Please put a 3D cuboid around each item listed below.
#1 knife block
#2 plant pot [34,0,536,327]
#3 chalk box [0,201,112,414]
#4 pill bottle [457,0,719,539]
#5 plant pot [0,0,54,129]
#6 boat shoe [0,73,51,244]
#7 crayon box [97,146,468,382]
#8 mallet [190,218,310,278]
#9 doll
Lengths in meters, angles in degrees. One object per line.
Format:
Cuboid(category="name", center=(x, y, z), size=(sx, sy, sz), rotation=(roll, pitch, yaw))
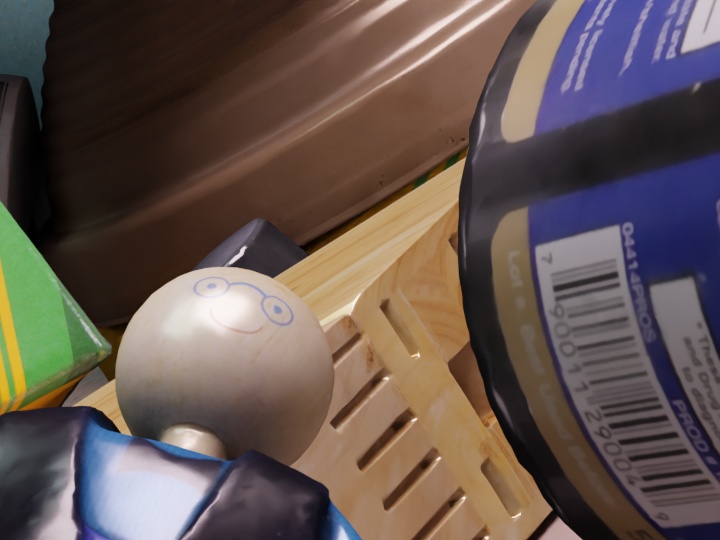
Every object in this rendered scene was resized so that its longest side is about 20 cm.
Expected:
Cuboid(category="knife block", center=(-0.051, 0.062, 0.617), size=(0.175, 0.064, 0.200), rotation=(-20, 17, 46))
Cuboid(category="plant pot", center=(-0.017, -0.077, 0.785), size=(0.200, 0.093, 0.201), rotation=(-31, 10, 6))
Cuboid(category="chalk box", center=(-0.179, -0.007, 0.660), size=(0.124, 0.200, 0.125), rotation=(-31, -11, -41))
Cuboid(category="pill bottle", center=(0.109, -0.014, 0.385), size=(0.112, 0.112, 0.200), rotation=(-39, 13, -31))
Cuboid(category="plant pot", center=(-0.036, -0.085, 0.962), size=(0.200, 0.201, 0.135), rotation=(-35, 44, -12))
Cuboid(category="boat shoe", center=(-0.135, 0.006, 0.834), size=(0.085, 0.075, 0.202), rotation=(4, -24, 0))
Cuboid(category="crayon box", center=(0.000, 0.000, 0.777), size=(0.200, 0.052, 0.126), rotation=(-35, 11, -11))
Cuboid(category="mallet", center=(0.030, -0.034, 0.655), size=(0.200, 0.066, 0.041), rotation=(-50, 6, 23))
Cuboid(category="doll", center=(-0.040, 0.073, 0.454), size=(0.135, 0.049, 0.201), rotation=(11, 40, 7))
